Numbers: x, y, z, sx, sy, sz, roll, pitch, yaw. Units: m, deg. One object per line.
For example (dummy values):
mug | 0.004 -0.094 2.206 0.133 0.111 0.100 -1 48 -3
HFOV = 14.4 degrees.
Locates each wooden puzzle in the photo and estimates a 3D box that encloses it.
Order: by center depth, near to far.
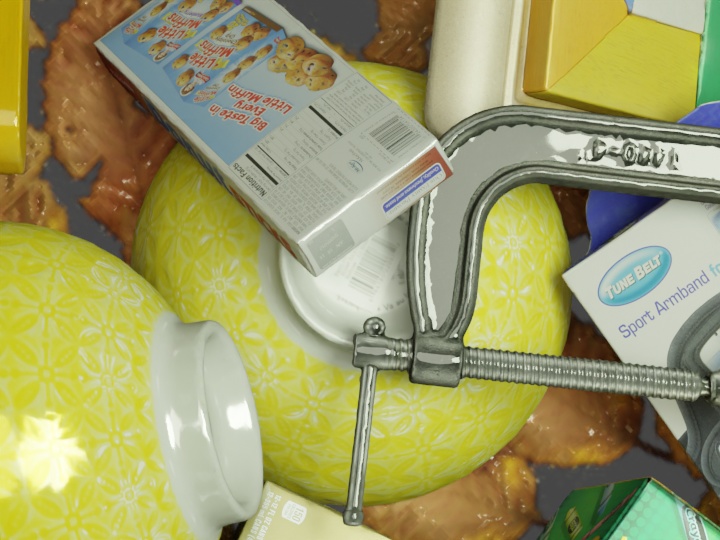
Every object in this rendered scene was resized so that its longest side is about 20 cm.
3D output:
wooden puzzle | 0.127 -0.127 1.254 0.199 0.037 0.186 11 82 -31

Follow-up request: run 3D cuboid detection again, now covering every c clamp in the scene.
c clamp | 0.092 0.019 1.168 0.199 0.027 0.172 0 88 -2

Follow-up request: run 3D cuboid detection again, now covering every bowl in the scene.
bowl | -0.102 0.069 1.146 0.107 0.200 0.201 -12 84 11
bowl | 0.000 0.000 1.229 0.199 0.108 0.201 1 84 -5

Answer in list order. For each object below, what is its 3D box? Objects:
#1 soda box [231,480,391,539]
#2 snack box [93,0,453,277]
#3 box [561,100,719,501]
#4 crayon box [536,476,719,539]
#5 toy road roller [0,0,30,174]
soda box | -0.057 0.194 1.220 0.064 0.068 0.201 25 82 -3
snack box | -0.041 -0.070 1.205 0.072 0.200 0.024 -37 131 -7
box | 0.177 0.029 1.208 0.119 0.041 0.200 -36 91 20
crayon box | 0.132 0.145 1.176 0.119 0.200 0.058 37 83 0
toy road roller | -0.198 -0.107 1.194 0.122 0.146 0.201 0 69 -3
